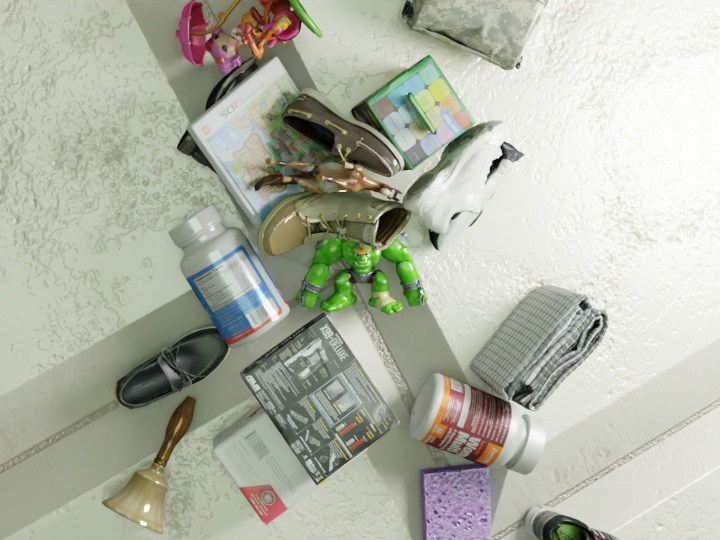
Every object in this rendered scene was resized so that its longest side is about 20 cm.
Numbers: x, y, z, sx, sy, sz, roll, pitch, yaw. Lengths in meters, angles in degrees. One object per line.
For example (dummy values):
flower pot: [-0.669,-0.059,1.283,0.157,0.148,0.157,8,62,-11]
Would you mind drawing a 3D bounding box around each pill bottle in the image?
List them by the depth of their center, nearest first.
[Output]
pill bottle: [-0.202,0.006,1.591,0.112,0.112,0.201,-32,97,-5]
pill bottle: [0.185,0.245,1.664,0.198,0.110,0.111,22,90,-9]

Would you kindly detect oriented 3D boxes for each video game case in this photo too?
video game case: [-0.137,-0.185,1.583,0.182,0.022,0.201,-44,114,-23]

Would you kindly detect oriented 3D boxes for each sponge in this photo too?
sponge: [0.156,0.418,1.711,0.110,0.030,0.203,-3,94,-8]

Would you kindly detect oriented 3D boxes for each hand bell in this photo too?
hand bell: [-0.303,0.287,1.620,0.103,0.104,0.202,28,76,-9]

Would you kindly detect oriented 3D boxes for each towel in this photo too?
towel: [0.280,0.122,1.644,0.085,0.166,0.200,41,87,-14]

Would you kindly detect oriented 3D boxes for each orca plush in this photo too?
orca plush: [0.161,-0.128,1.643,0.071,0.105,0.201,44,123,17]

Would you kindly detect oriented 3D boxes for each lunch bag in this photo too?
lunch bag: [0.180,-0.413,1.607,0.198,0.139,0.170,22,90,-8]

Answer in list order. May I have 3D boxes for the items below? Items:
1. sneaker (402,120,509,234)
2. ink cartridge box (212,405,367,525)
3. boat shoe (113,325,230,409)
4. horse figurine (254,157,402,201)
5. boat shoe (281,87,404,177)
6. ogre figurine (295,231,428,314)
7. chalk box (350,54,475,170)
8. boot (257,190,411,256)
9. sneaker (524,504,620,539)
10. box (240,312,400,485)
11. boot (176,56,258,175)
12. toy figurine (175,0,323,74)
sneaker: [0.155,-0.136,1.569,0.200,0.078,0.099,-45,111,-6]
ink cartridge box: [-0.108,0.268,1.634,0.199,0.083,0.146,-35,97,-4]
boat shoe: [-0.285,0.152,1.613,0.198,0.062,0.075,-28,95,-7]
horse figurine: [-0.054,-0.134,1.533,0.198,0.132,0.051,3,88,29]
boat shoe: [-0.027,-0.191,1.549,0.199,0.072,0.060,36,64,15]
ogre figurine: [0.000,0.000,1.632,0.197,0.098,0.121,5,109,19]
chalk box: [0.080,-0.231,1.572,0.123,0.200,0.125,-36,99,-6]
boot: [-0.038,-0.065,1.558,0.199,0.154,0.073,-33,131,-34]
sneaker: [0.363,0.448,1.714,0.198,0.087,0.074,28,89,-9]
box: [-0.060,0.189,1.570,0.157,0.050,0.201,-36,96,-6]
boot: [-0.166,-0.202,1.614,0.173,0.069,0.201,36,84,-18]
toy figurine: [-0.180,-0.362,1.561,0.184,0.150,0.201,-39,75,8]
